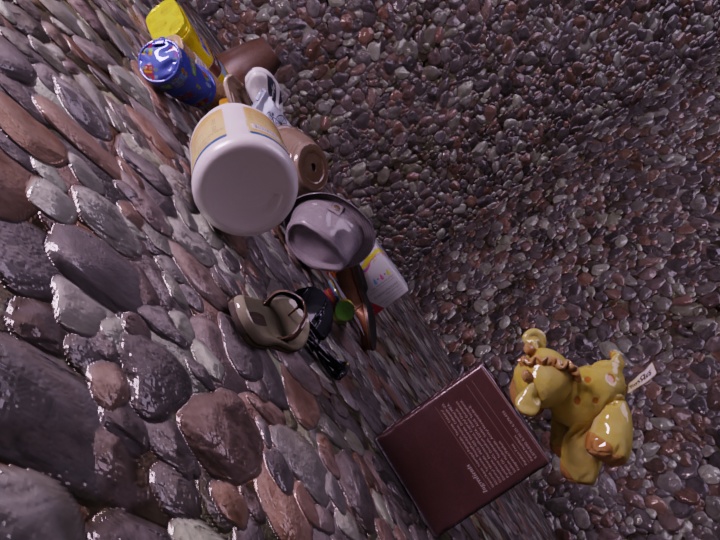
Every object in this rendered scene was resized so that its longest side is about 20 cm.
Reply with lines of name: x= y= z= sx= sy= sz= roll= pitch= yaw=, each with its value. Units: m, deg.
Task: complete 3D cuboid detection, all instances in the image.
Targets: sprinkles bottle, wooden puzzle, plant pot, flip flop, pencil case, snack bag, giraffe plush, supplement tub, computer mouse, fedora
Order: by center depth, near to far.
flip flop: x=-0.098 y=0.054 z=0.685 sx=0.081 sy=0.057 sz=0.200 roll=56 pitch=6 yaw=14
giraffe plush: x=0.283 y=0.177 z=0.779 sx=0.161 sy=0.201 sz=0.173 roll=20 pitch=25 yaw=-6
supplement tub: x=-0.176 y=-0.157 z=0.812 sx=0.145 sy=0.144 sz=0.201 roll=50 pitch=8 yaw=-35
computer mouse: x=-0.054 y=0.091 z=0.885 sx=0.141 sy=0.046 sz=0.200 roll=53 pitch=6 yaw=-9
pencil case: x=-0.331 y=-0.362 z=1.018 sx=0.200 sy=0.077 sz=0.088 roll=-50 pitch=133 yaw=-84
fedora: x=-0.074 y=-0.061 z=1.125 sx=0.199 sy=0.177 sz=0.091 roll=37 pitch=38 yaw=-11
plant pot: x=-0.133 y=-0.215 z=1.189 sx=0.200 sy=0.092 sz=0.203 roll=1 pitch=89 yaw=-52
sprinkles bottle: x=-0.354 y=-0.417 z=1.196 sx=0.069 sy=0.068 sz=0.200 roll=57 pitch=7 yaw=25
snack bag: x=-0.198 y=-0.258 z=1.197 sx=0.200 sy=0.021 sz=0.190 roll=51 pitch=51 yaw=-38
wooden puzzle: x=-0.269 y=-0.318 z=1.248 sx=0.185 sy=0.046 sz=0.202 roll=-57 pitch=138 yaw=-83
plant pot: x=-0.350 y=-0.623 z=1.715 sx=0.188 sy=0.199 sz=0.187 roll=54 pitch=7 yaw=-9

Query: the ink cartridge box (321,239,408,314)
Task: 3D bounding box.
ink cartridge box: x=0.000 y=0.000 z=1.326 sx=0.201 sy=0.145 sz=0.145 roll=54 pitch=6 yaw=-2

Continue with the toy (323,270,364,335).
toy: x=-0.044 y=0.066 z=1.064 sx=0.116 sy=0.047 sz=0.200 roll=60 pitch=-5 yaw=-7

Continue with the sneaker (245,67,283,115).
sneaker: x=-0.208 y=-0.345 z=1.254 sx=0.200 sy=0.079 sz=0.130 roll=91 pitch=-14 yaw=-50

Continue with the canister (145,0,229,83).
canister: x=-0.396 y=-0.511 z=1.302 sx=0.149 sy=0.086 sz=0.200 roll=59 pitch=6 yaw=34

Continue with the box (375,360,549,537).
box: x=0.159 y=0.267 z=0.865 sx=0.165 sy=0.199 sz=0.166 roll=56 pitch=6 yaw=13

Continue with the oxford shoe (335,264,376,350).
oxford shoe: x=-0.010 y=0.085 z=1.209 sx=0.071 sy=0.071 sz=0.202 roll=55 pitch=19 yaw=-65
